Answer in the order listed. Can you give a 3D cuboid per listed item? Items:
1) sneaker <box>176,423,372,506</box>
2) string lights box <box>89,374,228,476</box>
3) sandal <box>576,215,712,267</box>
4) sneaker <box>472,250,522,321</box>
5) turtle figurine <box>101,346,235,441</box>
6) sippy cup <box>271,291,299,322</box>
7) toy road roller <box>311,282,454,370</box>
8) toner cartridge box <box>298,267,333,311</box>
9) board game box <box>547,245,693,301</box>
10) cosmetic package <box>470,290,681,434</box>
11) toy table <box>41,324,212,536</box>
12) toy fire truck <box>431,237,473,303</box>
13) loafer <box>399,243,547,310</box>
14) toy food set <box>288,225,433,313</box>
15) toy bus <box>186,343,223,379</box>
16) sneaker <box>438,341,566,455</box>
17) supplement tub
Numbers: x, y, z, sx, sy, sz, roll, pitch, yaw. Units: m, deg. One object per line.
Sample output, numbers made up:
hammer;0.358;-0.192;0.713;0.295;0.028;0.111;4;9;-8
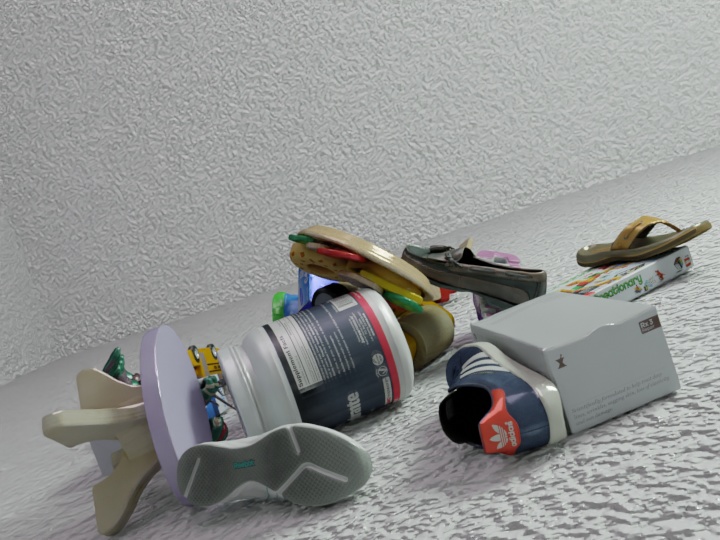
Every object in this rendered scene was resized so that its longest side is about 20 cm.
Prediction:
sneaker;-0.073;0.179;0.697;0.199;0.071;0.080;-9;-11;28
string lights box;-0.282;0.218;1.073;0.102;0.059;0.200;-19;5;18
sandal;0.386;-0.047;1.050;0.080;0.054;0.200;-22;6;-38
sneaker;0.192;0.053;1.024;0.080;0.089;0.200;9;29;-1
turtle figurine;-0.226;0.165;0.942;0.150;0.199;0.101;-21;45;57
sippy cup;-0.071;0.097;1.245;0.129;0.179;0.140;-8;-31;3
toy road roller;0.023;0.097;1.068;0.199;0.147;0.123;28;31;27
toner cartridge box;-0.002;0.038;1.198;0.199;0.095;0.043;15;-36;-26
board game box;0.341;0.018;1.029;0.199;0.035;0.126;-22;5;-27
cosmetic package;0.193;0.078;0.713;0.112;0.082;0.200;-20;7;-7
toy table;-0.237;0.169;0.800;0.117;0.184;0.201;-22;48;2
toy fire truck;0.128;0.016;1.443;0.199;0.129;0.176;-8;-3;-37
loafer;0.146;-0.004;0.962;0.199;0.063;0.072;22;28;23
toy food set;0.000;0.000;0.951;0.049;0.199;0.198;-64;1;-8
toy bus;-0.280;0.170;1.261;0.065;0.079;0.200;-17;-5;3
sneaker;0.101;0.115;0.677;0.084;0.075;0.200;-16;5;-13
supplement tub;-0.052;0.115;0.865;0.199;0.141;0.140;-20;6;-14
